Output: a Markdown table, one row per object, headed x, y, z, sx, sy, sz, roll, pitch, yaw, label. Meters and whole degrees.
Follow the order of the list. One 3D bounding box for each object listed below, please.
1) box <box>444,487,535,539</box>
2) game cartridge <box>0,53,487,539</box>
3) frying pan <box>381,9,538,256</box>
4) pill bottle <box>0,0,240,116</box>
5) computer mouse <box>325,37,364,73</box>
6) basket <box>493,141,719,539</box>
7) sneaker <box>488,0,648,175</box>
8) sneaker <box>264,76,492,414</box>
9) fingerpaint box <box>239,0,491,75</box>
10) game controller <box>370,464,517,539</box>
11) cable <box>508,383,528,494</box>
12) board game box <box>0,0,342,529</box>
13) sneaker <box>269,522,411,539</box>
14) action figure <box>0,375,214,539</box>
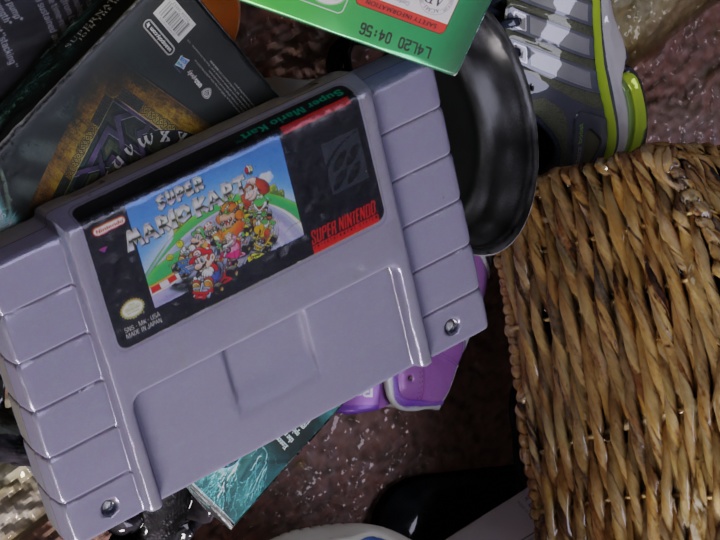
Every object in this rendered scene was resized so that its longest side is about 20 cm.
| x | y | z | sx | sy | sz | roll | pitch | yaw | label |
| --- | --- | --- | --- | --- | --- | --- | --- | --- | --- |
| 0.034 | 0.211 | 1.125 | 0.199 | 0.036 | 0.145 | -31 | 124 | -7 | box |
| -0.046 | 0.007 | 0.893 | 0.199 | 0.038 | 0.130 | -27 | 125 | -23 | game cartridge |
| 0.037 | -0.100 | 0.994 | 0.115 | 0.031 | 0.191 | 3 | 80 | -55 | frying pan |
| -0.146 | -0.086 | 0.917 | 0.199 | 0.106 | 0.107 | -26 | 115 | -29 | pill bottle |
| -0.034 | -0.072 | 1.051 | 0.199 | 0.034 | 0.059 | -20 | 111 | -33 | computer mouse |
| 0.166 | 0.044 | 1.076 | 0.148 | 0.142 | 0.201 | 4 | 75 | -45 | basket |
| 0.076 | -0.119 | 1.092 | 0.081 | 0.074 | 0.201 | -40 | 120 | -32 | sneaker |
| 0.001 | 0.000 | 1.028 | 0.200 | 0.072 | 0.115 | 44 | 56 | -50 | sneaker |
| -0.054 | -0.164 | 0.890 | 0.199 | 0.167 | 0.074 | 17 | 112 | -19 | fingerpaint box |
| 0.086 | 0.152 | 1.196 | 0.199 | 0.042 | 0.105 | -2 | 87 | -37 | game controller |
| 0.165 | 0.096 | 1.201 | 0.200 | 0.051 | 0.164 | 41 | 64 | -27 | cable |
| -0.068 | -0.007 | 0.911 | 0.135 | 0.028 | 0.200 | -47 | 126 | -10 | board game box |
| 0.039 | 0.181 | 1.024 | 0.199 | 0.111 | 0.077 | 25 | 103 | -33 | sneaker |
| -0.098 | 0.049 | 0.990 | 0.118 | 0.102 | 0.201 | -21 | 119 | -38 | action figure |
